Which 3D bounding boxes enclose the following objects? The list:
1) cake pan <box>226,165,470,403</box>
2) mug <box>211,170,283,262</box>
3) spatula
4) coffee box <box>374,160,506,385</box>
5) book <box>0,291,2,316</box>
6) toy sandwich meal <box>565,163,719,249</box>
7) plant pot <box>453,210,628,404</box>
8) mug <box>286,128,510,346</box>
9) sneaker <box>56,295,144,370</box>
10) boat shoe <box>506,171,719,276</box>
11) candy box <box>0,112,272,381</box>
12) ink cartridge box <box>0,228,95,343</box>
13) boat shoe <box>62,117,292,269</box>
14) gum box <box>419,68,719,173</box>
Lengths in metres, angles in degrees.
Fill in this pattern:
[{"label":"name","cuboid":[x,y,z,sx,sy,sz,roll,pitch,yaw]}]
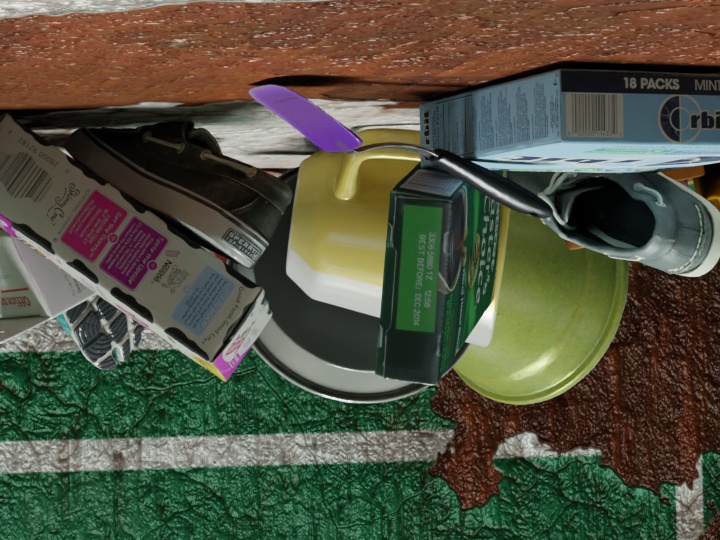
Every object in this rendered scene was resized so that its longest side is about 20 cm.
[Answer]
[{"label":"cake pan","cuboid":[0.000,0.000,1.837,0.200,0.201,0.037,-1,158,-13]},{"label":"mug","cuboid":[-0.082,-0.035,2.084,0.133,0.178,0.200,35,170,-2]},{"label":"spatula","cuboid":[0.029,-0.067,1.424,0.200,0.021,0.057,19,170,-23]},{"label":"coffee box","cuboid":[0.055,-0.014,1.561,0.044,0.123,0.200,8,-165,11]},{"label":"book","cuboid":[-0.312,-0.035,1.417,0.200,0.134,0.048,-3,178,12]},{"label":"toy sandwich meal","cuboid":[0.201,-0.050,1.766,0.205,0.070,0.205,-9,174,-1]},{"label":"plant pot","cuboid":[0.092,-0.002,2.049,0.200,0.201,0.184,-3,166,40]},{"label":"mug","cuboid":[0.029,-0.044,1.753,0.153,0.187,0.149,7,-150,0]},{"label":"sneaker","cuboid":[-0.232,-0.010,1.898,0.078,0.200,0.080,-44,-147,-24]},{"label":"boat shoe","cuboid":[0.151,-0.052,1.603,0.062,0.073,0.200,7,-163,-42]},{"label":"candy box","cuboid":[-0.155,-0.012,1.570,0.200,0.061,0.136,34,174,5]},{"label":"ink cartridge box","cuboid":[-0.206,-0.018,1.719,0.200,0.068,0.116,-30,-168,-28]},{"label":"boat shoe","cuboid":[-0.115,-0.061,1.567,0.200,0.064,0.071,28,171,43]},{"label":"gum box","cuboid":[0.150,-0.086,1.449,0.170,0.045,0.200,0,179,-22]}]
